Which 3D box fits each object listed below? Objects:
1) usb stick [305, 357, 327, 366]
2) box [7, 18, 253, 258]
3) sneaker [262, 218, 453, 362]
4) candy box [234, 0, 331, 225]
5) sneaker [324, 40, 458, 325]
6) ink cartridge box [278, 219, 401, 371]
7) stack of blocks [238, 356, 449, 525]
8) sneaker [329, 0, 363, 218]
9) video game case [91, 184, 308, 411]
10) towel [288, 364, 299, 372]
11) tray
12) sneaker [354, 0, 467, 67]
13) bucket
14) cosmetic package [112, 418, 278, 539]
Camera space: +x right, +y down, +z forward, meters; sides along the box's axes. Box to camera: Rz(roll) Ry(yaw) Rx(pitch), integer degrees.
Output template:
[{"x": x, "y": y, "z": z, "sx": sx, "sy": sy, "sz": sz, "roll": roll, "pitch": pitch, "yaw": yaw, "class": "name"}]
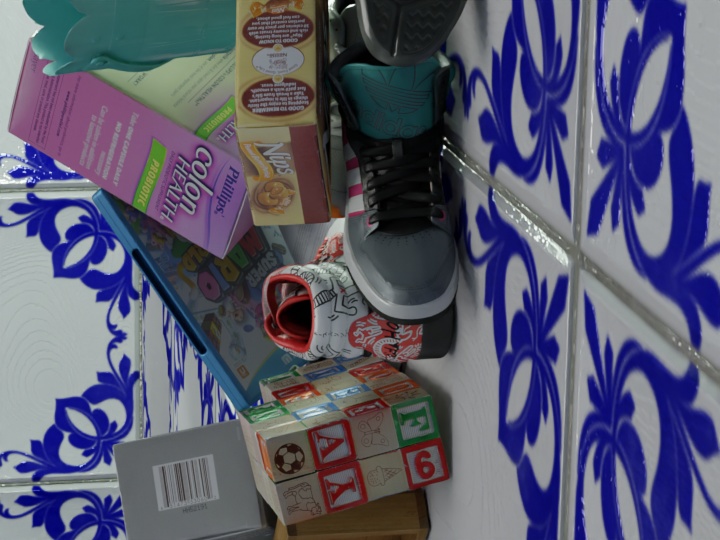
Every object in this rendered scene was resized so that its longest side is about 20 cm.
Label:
[{"x": -0.012, "y": 0.127, "z": 1.690, "sx": 0.056, "sy": 0.032, "sz": 0.200, "roll": 63, "pitch": -177, "yaw": -27, "class": "usb stick"}, {"x": -0.136, "y": -0.134, "z": 1.696, "sx": 0.176, "sy": 0.199, "sz": 0.097, "roll": -51, "pitch": -13, "yaw": -48, "class": "box"}, {"x": -0.020, "y": 0.004, "z": 1.473, "sx": 0.201, "sy": 0.107, "sz": 0.068, "roll": -131, "pitch": 44, "yaw": -62, "class": "sneaker"}, {"x": -0.049, "y": -0.144, "z": 1.426, "sx": 0.116, "sy": 0.055, "sz": 0.202, "roll": 82, "pitch": -173, "yaw": -60, "class": "candy box"}, {"x": 0.024, "y": -0.074, "z": 1.378, "sx": 0.121, "sy": 0.083, "sz": 0.201, "roll": 86, "pitch": 176, "yaw": -47, "class": "sneaker"}, {"x": 0.000, "y": 0.000, "z": 1.653, "sx": 0.201, "sy": 0.057, "sz": 0.163, "roll": 61, "pitch": 159, "yaw": 21, "class": "ink cartridge box"}, {"x": -0.021, "y": 0.110, "z": 1.510, "sx": 0.200, "sy": 0.114, "sz": 0.059, "roll": -149, "pitch": 45, "yaw": -77, "class": "stack of blocks"}, {"x": -0.012, "y": -0.133, "z": 1.517, "sx": 0.092, "sy": 0.075, "sz": 0.202, "roll": 122, "pitch": 158, "yaw": -55, "class": "sneaker"}, {"x": -0.107, "y": -0.004, "z": 1.724, "sx": 0.018, "sy": 0.143, "sz": 0.201, "roll": -34, "pitch": 91, "yaw": 41, "class": "video game case"}, {"x": -0.029, "y": 0.190, "z": 1.701, "sx": 0.201, "sy": 0.023, "sz": 0.154, "roll": 77, "pitch": -178, "yaw": -54, "class": "towel"}, {"x": -0.017, "y": 0.218, "z": 1.576, "sx": 0.201, "sy": 0.098, "sz": 0.037, "roll": 104, "pitch": 160, "yaw": -56, "class": "tray"}, {"x": 0.026, "y": -0.209, "z": 1.357, "sx": 0.114, "sy": 0.075, "sz": 0.201, "roll": 115, "pitch": 154, "yaw": -71, "class": "sneaker"}, {"x": -0.162, "y": -0.240, "z": 1.564, "sx": 0.207, "sy": 0.133, "sz": 0.210, "roll": 177, "pitch": 90, "yaw": -72, "class": "bucket"}, {"x": -0.105, "y": 0.167, "z": 1.634, "sx": 0.200, "sy": 0.106, "sz": 0.091, "roll": 47, "pitch": -149, "yaw": -73, "class": "cosmetic package"}]
